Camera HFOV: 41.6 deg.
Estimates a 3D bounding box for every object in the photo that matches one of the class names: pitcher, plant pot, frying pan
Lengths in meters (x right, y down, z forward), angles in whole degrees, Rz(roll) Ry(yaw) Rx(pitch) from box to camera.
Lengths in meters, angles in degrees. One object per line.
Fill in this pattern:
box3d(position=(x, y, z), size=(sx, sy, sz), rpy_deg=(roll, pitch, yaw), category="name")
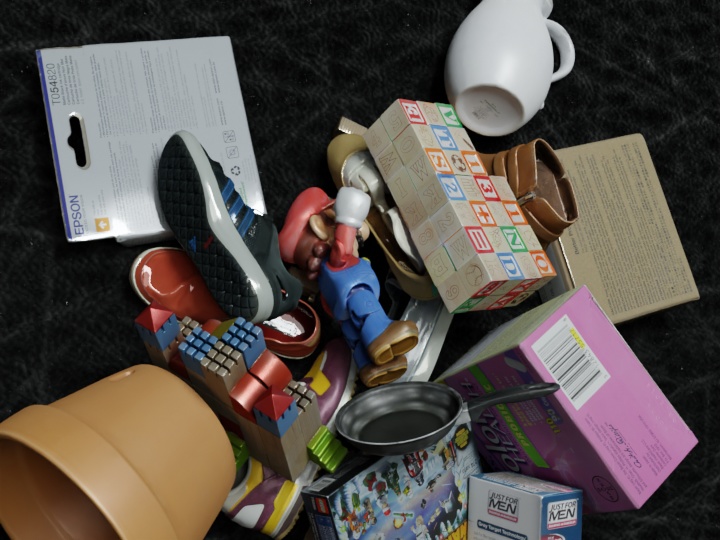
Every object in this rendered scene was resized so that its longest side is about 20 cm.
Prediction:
box3d(position=(0.180, -0.241, 1.081), size=(0.170, 0.120, 0.203), rpy_deg=(33, 54, -24), category="pitcher")
box3d(position=(-0.195, 0.174, 0.780), size=(0.201, 0.200, 0.140), rpy_deg=(49, 49, 0), category="plant pot")
box3d(position=(0.068, 0.119, 0.830), size=(0.186, 0.115, 0.032), rpy_deg=(-14, 108, -14), category="frying pan")

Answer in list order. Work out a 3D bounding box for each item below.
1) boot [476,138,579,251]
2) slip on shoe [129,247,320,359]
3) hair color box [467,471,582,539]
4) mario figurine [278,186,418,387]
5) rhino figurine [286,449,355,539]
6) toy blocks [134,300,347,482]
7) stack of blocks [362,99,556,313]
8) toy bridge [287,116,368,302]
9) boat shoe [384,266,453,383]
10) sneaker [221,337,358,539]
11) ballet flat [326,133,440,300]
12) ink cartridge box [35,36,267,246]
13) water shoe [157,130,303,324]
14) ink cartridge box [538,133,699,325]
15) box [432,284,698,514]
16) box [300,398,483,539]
box3d(position=(0.142, -0.106, 0.995), size=(0.073, 0.155, 0.202), rpy_deg=(-34, 88, -26), category="boot")
box3d(position=(-0.125, 0.028, 0.911), size=(0.197, 0.061, 0.075), rpy_deg=(24, 69, -11), category="slip on shoe")
box3d(position=(0.149, 0.298, 0.878), size=(0.060, 0.099, 0.205), rpy_deg=(2, 89, -36), category="hair color box")
box3d(position=(0.000, 0.000, 0.899), size=(0.105, 0.123, 0.202), rpy_deg=(9, 45, -53), category="mario figurine")
box3d(position=(0.002, 0.208, 0.903), size=(0.087, 0.059, 0.202), rpy_deg=(41, 63, -26), category="rhino figurine")
box3d(position=(-0.110, 0.093, 0.808), size=(0.197, 0.138, 0.100), rpy_deg=(27, 58, 24), category="toy blocks")
box3d(position=(0.095, -0.064, 0.916), size=(0.114, 0.058, 0.203), rpy_deg=(-4, 62, -48), category="stack of blocks")
box3d(position=(-0.023, -0.059, 0.992), size=(0.066, 0.027, 0.204), rpy_deg=(22, 69, -13), category="toy bridge")
box3d(position=(0.059, 0.024, 0.974), size=(0.070, 0.070, 0.204), rpy_deg=(25, 70, -15), category="boat shoe")
box3d(position=(-0.070, 0.142, 0.890), size=(0.089, 0.075, 0.203), rpy_deg=(27, 65, -11), category="sneaker")
box3d(position=(0.029, -0.065, 0.940), size=(0.068, 0.063, 0.202), rpy_deg=(-32, 74, -5), category="ballet flat")
box3d(position=(-0.207, -0.128, 0.937), size=(0.196, 0.041, 0.204), rpy_deg=(-8, 78, -22), category="ink cartridge box")
box3d(position=(-0.125, -0.039, 0.888), size=(0.078, 0.071, 0.203), rpy_deg=(-7, 65, -50), category="water shoe")
box3d(position=(0.269, -0.037, 1.066), size=(0.161, 0.075, 0.204), rpy_deg=(-12, 79, -21), category="ink cartridge box")
box3d(position=(0.187, 0.135, 0.916), size=(0.096, 0.200, 0.177), rpy_deg=(-36, 89, -25), category="box")
box3d(position=(0.042, 0.221, 0.871), size=(0.198, 0.039, 0.140), rpy_deg=(-26, 106, -43), category="box")
